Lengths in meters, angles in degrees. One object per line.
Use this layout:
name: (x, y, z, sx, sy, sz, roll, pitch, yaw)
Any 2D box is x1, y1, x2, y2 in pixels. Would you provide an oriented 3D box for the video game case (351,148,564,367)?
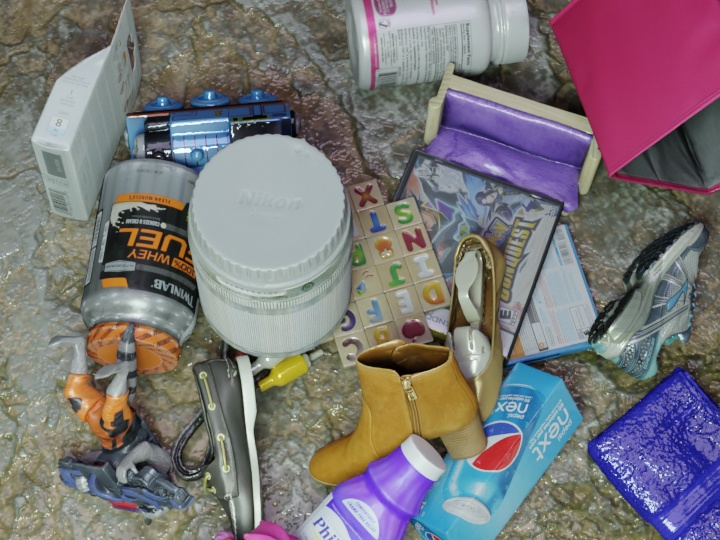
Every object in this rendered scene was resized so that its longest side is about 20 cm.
video game case: (0.106, -0.017, 1.466, 0.178, 0.026, 0.202, 20, 66, 8)

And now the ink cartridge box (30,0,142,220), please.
ink cartridge box: (-0.292, -0.178, 1.470, 0.047, 0.161, 0.202, 14, 65, 3)

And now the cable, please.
cable: (-0.134, 0.119, 1.397, 0.097, 0.050, 0.200, 43, 69, 3)

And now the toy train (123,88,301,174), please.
toy train: (-0.161, -0.145, 1.479, 0.197, 0.088, 0.115, -4, 23, -4)

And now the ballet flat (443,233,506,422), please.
ballet flat: (0.109, 0.055, 1.379, 0.068, 0.063, 0.203, -8, 59, 23)

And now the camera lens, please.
camera lens: (-0.086, -0.018, 1.328, 0.157, 0.201, 0.162, 0, 64, -1)

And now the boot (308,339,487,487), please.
boot: (0.017, 0.135, 1.321, 0.198, 0.145, 0.071, -13, 38, 19)

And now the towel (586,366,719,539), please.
towel: (0.344, 0.209, 1.379, 0.147, 0.050, 0.200, -36, 72, -18)

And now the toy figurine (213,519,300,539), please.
toy figurine: (-0.122, 0.315, 1.247, 0.198, 0.150, 0.186, 23, 80, 36)

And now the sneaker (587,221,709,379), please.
sneaker: (0.323, 0.033, 1.457, 0.086, 0.077, 0.200, 44, 67, -8)

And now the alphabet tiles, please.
alphabet tiles: (0.000, 0.000, 1.436, 0.164, 0.006, 0.202, -15, 65, -9)

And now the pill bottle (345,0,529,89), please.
pill bottle: (0.087, -0.275, 1.555, 0.197, 0.114, 0.115, -8, 66, -6)

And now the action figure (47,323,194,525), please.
action figure: (-0.215, 0.162, 1.314, 0.198, 0.196, 0.104, 9, 35, 40)

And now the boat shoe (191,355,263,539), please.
boat shoe: (-0.130, 0.188, 1.344, 0.060, 0.072, 0.205, -4, 81, -10)

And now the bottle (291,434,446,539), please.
bottle: (0.000, 0.243, 1.294, 0.084, 0.065, 0.200, 46, 103, 13)

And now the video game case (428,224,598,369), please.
video game case: (0.150, 0.036, 1.468, 0.197, 0.018, 0.145, -12, 67, -8)

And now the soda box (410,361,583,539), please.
soda box: (0.134, 0.193, 1.356, 0.064, 0.068, 0.200, 18, 60, 45)

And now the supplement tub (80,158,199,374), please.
supplement tub: (-0.223, -0.003, 1.414, 0.120, 0.123, 0.203, 4, 66, 0)

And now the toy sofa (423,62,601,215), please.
toy sofa: (0.169, -0.145, 1.515, 0.197, 0.083, 0.099, 19, 65, 6)

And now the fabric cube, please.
fabric cube: (0.358, -0.223, 1.460, 0.198, 0.196, 0.202, 5, 57, -42)
